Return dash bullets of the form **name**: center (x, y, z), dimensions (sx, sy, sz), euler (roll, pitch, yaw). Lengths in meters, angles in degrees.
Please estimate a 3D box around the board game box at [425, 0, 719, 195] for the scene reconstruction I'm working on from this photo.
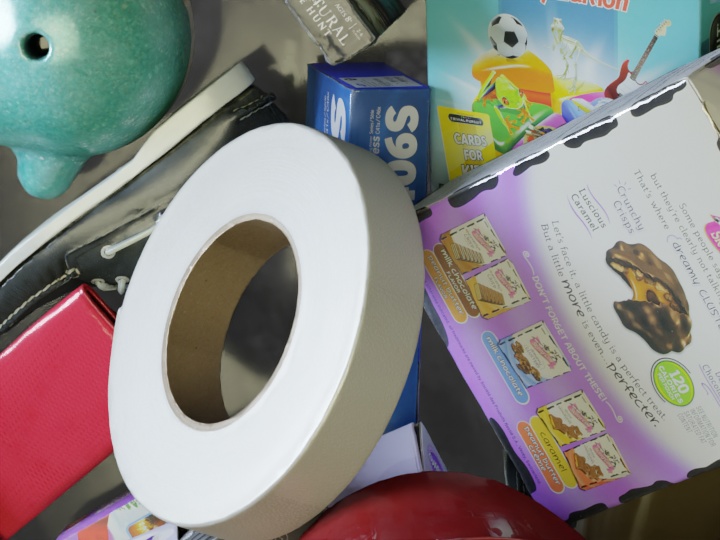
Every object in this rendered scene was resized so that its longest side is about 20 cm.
- **board game box**: center (0.105, -0.097, 1.351), dimensions (0.151, 0.047, 0.200), euler (14, 119, 32)

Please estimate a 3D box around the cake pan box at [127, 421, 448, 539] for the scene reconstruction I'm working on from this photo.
- **cake pan box**: center (-0.016, 0.185, 1.424), dimensions (0.184, 0.052, 0.200), euler (-22, 121, 7)

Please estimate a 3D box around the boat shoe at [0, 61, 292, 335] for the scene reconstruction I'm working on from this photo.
- **boat shoe**: center (-0.118, -0.023, 1.454), dimensions (0.200, 0.076, 0.060), euler (-39, 94, 17)

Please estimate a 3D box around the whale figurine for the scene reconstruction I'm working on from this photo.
- **whale figurine**: center (-0.185, -0.108, 1.430), dimensions (0.200, 0.104, 0.159), euler (-15, 100, 10)

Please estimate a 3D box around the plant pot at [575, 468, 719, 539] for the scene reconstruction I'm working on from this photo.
- **plant pot**: center (0.232, 0.142, 1.383), dimensions (0.173, 0.200, 0.200), euler (28, 106, -34)

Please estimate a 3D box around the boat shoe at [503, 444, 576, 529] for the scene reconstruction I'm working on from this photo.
- **boat shoe**: center (0.122, 0.049, 1.442), dimensions (0.074, 0.066, 0.199), euler (26, 103, 2)

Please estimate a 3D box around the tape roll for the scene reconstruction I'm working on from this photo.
- **tape roll**: center (-0.049, 0.029, 1.349), dimensions (0.037, 0.203, 0.203), euler (20, 107, -37)

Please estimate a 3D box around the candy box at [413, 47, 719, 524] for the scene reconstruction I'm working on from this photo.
- **candy box**: center (0.134, 0.008, 1.302), dimensions (0.200, 0.072, 0.168), euler (-25, 96, 42)

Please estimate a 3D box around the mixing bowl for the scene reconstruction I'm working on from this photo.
- **mixing bowl**: center (0.033, 0.167, 1.319), dimensions (0.200, 0.108, 0.200), euler (-5, 126, -7)

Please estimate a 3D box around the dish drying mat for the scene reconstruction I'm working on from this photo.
- **dish drying mat**: center (-0.181, 0.088, 1.487), dimensions (0.200, 0.018, 0.077), euler (-40, 94, 29)

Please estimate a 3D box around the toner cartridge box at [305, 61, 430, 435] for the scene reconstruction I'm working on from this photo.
- **toner cartridge box**: center (0.000, 0.000, 1.430), dimensions (0.043, 0.095, 0.200), euler (-1, 102, -13)

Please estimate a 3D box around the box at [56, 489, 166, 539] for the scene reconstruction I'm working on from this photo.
- **box**: center (-0.052, 0.191, 1.507), dimensions (0.137, 0.039, 0.200), euler (-30, 97, 11)

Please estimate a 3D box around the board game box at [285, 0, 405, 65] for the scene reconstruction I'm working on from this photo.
- **board game box**: center (-0.052, -0.193, 1.380), dimensions (0.028, 0.135, 0.200), euler (-35, 96, 12)
